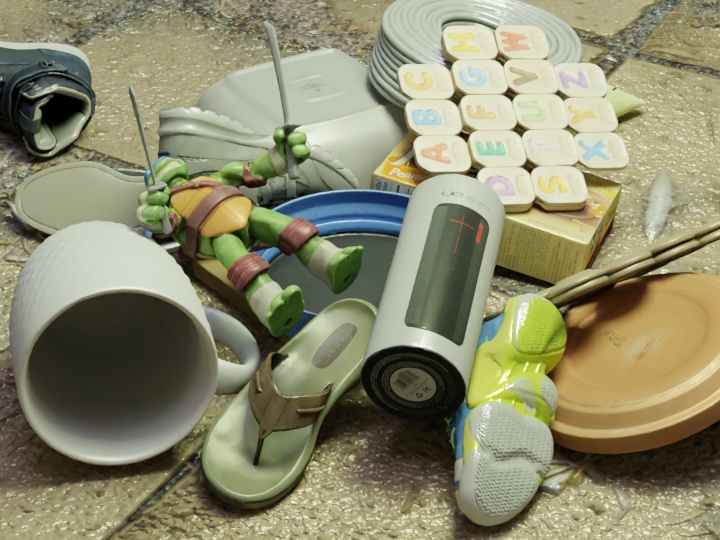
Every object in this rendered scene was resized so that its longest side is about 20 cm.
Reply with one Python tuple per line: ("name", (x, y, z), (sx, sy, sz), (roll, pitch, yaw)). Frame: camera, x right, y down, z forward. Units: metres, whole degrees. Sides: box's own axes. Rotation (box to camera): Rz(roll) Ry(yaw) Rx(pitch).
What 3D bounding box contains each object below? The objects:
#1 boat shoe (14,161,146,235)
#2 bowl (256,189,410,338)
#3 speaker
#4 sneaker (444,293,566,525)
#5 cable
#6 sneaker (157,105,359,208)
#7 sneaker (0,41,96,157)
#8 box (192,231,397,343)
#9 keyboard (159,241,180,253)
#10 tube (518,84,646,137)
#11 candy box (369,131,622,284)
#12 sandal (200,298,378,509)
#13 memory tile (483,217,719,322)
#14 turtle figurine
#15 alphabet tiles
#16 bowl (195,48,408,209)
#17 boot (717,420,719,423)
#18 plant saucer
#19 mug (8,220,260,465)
("boat shoe", (-0.204, -0.056, 1.762), (0.199, 0.073, 0.063), (-2, -11, 4))
("bowl", (0.000, 0.000, 1.638), (0.200, 0.039, 0.201), (0, 33, 0))
("speaker", (0.058, 0.017, 1.514), (0.081, 0.081, 0.200), (8, 43, 9))
("sneaker", (0.093, 0.113, 1.496), (0.105, 0.076, 0.200), (-25, 33, 45))
("cable", (0.109, -0.196, 1.858), (0.200, 0.069, 0.200), (31, 36, 27))
("sneaker", (-0.094, -0.079, 1.711), (0.200, 0.082, 0.075), (16, -7, -30))
("sneaker", (-0.351, -0.165, 1.888), (0.202, 0.077, 0.146), (-5, 30, -12))
("box", (-0.021, 0.013, 1.675), (0.163, 0.021, 0.200), (-23, 41, -33))
("keyboard", (-0.177, -0.014, 1.683), (0.199, 0.011, 0.056), (-15, 4, -18))
("tube", (0.195, -0.147, 1.921), (0.200, 0.058, 0.052), (-30, 0, -44))
("candy box", (0.118, -0.060, 1.749), (0.199, 0.055, 0.115), (19, 35, 14))
("sandal", (-0.053, 0.089, 1.479), (0.080, 0.057, 0.201), (26, 61, 18))
("memory tile", (0.202, 0.004, 1.615), (0.200, 0.017, 0.153), (-20, -6, -32))
("turtle figurine", (-0.095, -0.059, 1.537), (0.194, 0.200, 0.144), (41, 26, 22))
("alphabet tiles", (0.134, -0.136, 1.742), (0.195, 0.015, 0.200), (-1, 56, -14))
("bowl", (-0.043, -0.142, 1.872), (0.200, 0.075, 0.200), (-16, 37, -28))
("boot", (0.364, 0.059, 1.574), (0.150, 0.073, 0.200), (11, 37, 15))
("plant saucer", (0.216, 0.063, 1.533), (0.200, 0.032, 0.200), (-18, 30, 11))
("mug", (-0.171, 0.047, 1.517), (0.199, 0.148, 0.175), (14, 21, -21))
